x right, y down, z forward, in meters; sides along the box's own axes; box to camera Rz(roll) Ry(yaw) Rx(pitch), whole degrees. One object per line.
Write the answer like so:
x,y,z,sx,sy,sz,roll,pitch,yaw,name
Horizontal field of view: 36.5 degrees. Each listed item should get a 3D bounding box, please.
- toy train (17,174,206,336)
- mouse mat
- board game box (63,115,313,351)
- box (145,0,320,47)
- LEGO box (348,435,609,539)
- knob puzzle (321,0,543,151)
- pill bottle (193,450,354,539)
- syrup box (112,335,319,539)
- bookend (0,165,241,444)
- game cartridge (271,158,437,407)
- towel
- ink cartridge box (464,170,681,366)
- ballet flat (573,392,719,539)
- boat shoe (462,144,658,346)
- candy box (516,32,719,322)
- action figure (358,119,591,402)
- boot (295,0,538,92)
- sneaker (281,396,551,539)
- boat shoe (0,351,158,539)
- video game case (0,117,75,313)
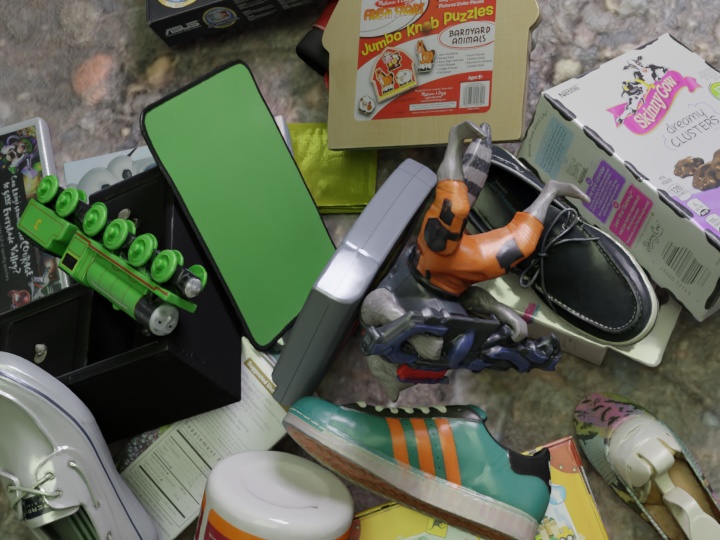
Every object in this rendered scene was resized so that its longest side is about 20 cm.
-0.178,-0.012,0.762,0.199,0.042,0.057,29,89,41,toy train
-0.086,-0.056,0.853,0.007,0.161,0.202,-19,105,32,mouse mat
-0.141,-0.013,0.934,0.196,0.043,0.203,-11,80,5,board game box
-0.102,-0.307,0.997,0.198,0.044,0.162,-12,66,17,box
0.093,0.233,0.827,0.198,0.077,0.150,-20,72,1,LEGO box
0.059,-0.200,0.907,0.217,0.030,0.223,-5,80,28,knob puzzle
-0.077,0.244,0.794,0.108,0.110,0.202,17,107,12,pill bottle
-0.130,0.143,0.859,0.200,0.079,0.082,-44,87,3,syrup box
-0.195,0.021,0.840,0.197,0.092,0.202,-19,53,22,bookend
0.000,0.000,0.829,0.041,0.134,0.200,27,39,6,game cartridge
-0.083,-0.094,0.975,0.197,0.018,0.087,1,75,7,towel
0.164,-0.002,0.892,0.198,0.068,0.117,23,78,14,ink cartridge box
0.238,0.171,0.830,0.069,0.071,0.201,-34,73,-3,ballet flat
0.139,-0.019,0.821,0.200,0.062,0.075,48,111,19,boat shoe
0.252,-0.081,0.852,0.167,0.072,0.200,-28,61,-32,candy box
0.074,0.007,0.763,0.194,0.199,0.105,-56,49,14,action figure
0.046,-0.194,0.963,0.198,0.072,0.145,25,79,22,boot
0.044,0.126,0.786,0.198,0.071,0.081,25,69,-1,sneaker
-0.207,0.148,0.751,0.073,0.067,0.201,-24,114,24,boat shoe
-0.355,-0.023,0.987,0.180,0.023,0.202,-16,72,3,video game case
